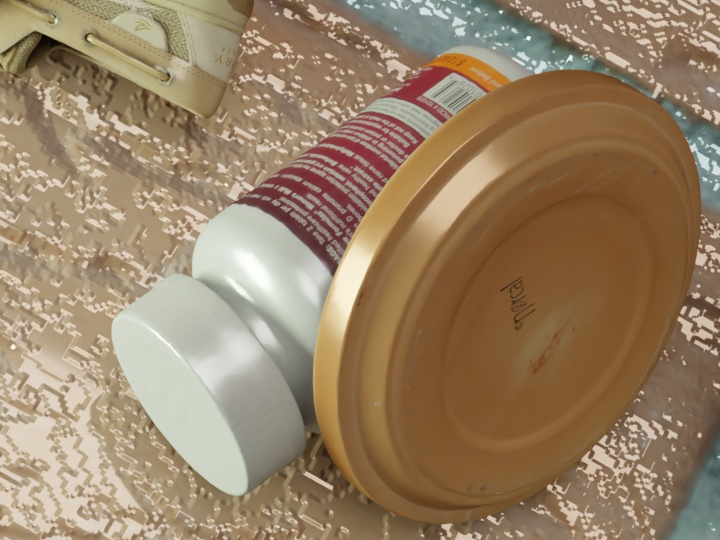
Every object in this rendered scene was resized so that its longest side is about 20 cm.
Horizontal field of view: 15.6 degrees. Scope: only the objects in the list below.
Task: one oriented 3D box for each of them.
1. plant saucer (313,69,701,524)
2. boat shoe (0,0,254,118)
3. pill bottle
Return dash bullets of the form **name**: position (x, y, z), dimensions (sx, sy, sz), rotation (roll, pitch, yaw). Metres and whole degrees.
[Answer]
- **plant saucer**: position (0.068, 0.016, 1.071), dimensions (0.200, 0.201, 0.032), rotation (-37, 45, -21)
- **boat shoe**: position (-0.149, -0.119, 1.141), dimensions (0.199, 0.071, 0.065), rotation (17, 90, 9)
- **pill bottle**: position (0.000, 0.000, 1.104), dimensions (0.200, 0.110, 0.110), rotation (-36, 80, -21)
